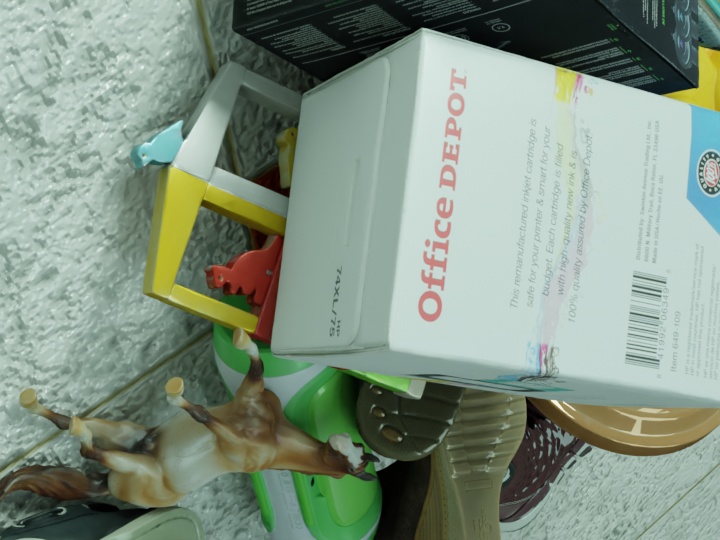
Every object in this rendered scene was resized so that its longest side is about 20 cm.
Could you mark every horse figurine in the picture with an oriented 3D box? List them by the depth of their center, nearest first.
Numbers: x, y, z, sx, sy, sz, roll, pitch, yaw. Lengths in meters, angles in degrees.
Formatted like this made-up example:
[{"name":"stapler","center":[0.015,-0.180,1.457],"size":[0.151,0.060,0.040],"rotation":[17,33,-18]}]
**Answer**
[{"name":"horse figurine","center":[-0.104,0.095,0.746],"size":[0.198,0.050,0.133],"rotation":[-18,143,14]}]

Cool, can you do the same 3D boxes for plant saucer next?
[{"name":"plant saucer","center":[0.182,0.027,0.921],"size":[0.199,0.201,0.032],"rotation":[-29,166,-30]}]

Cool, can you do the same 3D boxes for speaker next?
[{"name":"speaker","center":[-0.036,0.097,0.837],"size":[0.088,0.088,0.202],"rotation":[-34,136,-25]}]

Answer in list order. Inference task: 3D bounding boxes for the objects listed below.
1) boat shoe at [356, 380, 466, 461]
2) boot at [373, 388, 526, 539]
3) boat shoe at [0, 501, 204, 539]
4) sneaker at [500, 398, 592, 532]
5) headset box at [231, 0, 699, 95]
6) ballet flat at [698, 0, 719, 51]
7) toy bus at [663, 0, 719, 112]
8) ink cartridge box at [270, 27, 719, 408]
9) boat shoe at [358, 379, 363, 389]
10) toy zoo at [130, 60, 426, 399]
[{"name":"boat shoe","center":[0.055,0.022,0.809],"size":[0.201,0.072,0.068],"rotation":[-59,-177,-11]},{"name":"boot","center":[0.037,0.136,0.904],"size":[0.072,0.166,0.203],"rotation":[8,78,-30]},{"name":"boat shoe","center":[-0.178,0.170,0.749],"size":[0.198,0.065,0.076],"rotation":[-17,106,-50]},{"name":"sneaker","center":[0.136,0.108,1.036],"size":[0.115,0.075,0.201],"rotation":[31,92,-48]},{"name":"headset box","center":[0.063,-0.147,0.690],"size":[0.199,0.172,0.094],"rotation":[21,66,-50]},{"name":"ballet flat","center":[0.140,-0.194,0.773],"size":[0.074,0.074,0.201],"rotation":[-42,102,-16]},{"name":"toy bus","center":[0.175,-0.147,0.876],"size":[0.199,0.135,0.193],"rotation":[-39,122,-22]},{"name":"ink cartridge box","center":[0.076,-0.015,0.686],"size":[0.198,0.146,0.149],"rotation":[11,81,-24]},{"name":"boat shoe","center":[0.000,0.000,0.847],"size":[0.062,0.073,0.202],"rotation":[7,125,-1]},{"name":"toy zoo","center":[-0.034,-0.025,0.727],"size":[0.198,0.020,0.133],"rotation":[22,78,-23]}]
